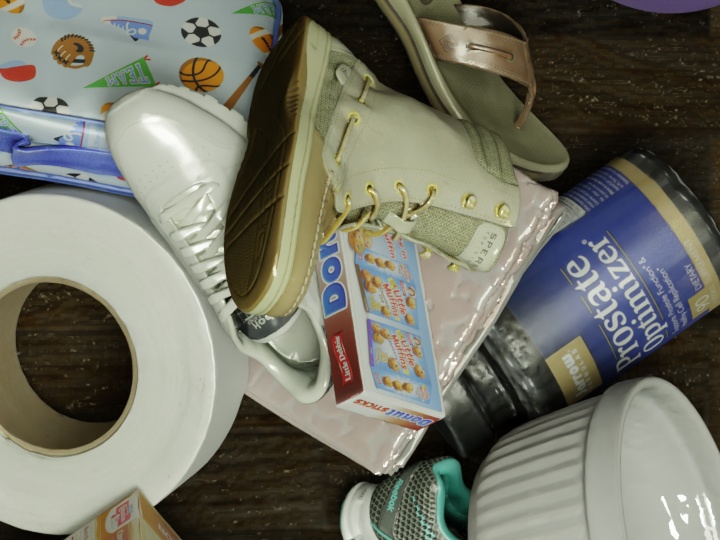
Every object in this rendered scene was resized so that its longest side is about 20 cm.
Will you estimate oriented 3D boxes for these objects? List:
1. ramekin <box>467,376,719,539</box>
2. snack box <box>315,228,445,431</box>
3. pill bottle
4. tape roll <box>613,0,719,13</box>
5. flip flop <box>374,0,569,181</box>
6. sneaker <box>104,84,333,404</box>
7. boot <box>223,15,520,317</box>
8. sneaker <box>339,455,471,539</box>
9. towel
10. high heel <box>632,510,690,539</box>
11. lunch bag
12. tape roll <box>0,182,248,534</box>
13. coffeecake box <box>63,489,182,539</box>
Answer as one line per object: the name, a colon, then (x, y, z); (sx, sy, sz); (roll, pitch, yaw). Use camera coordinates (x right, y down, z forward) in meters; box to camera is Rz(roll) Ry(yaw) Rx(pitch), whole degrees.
ramekin: (0.144, 0.169, 1.204); (0.105, 0.200, 0.201); (-17, 93, 27)
snack box: (0.004, -0.011, 1.187); (0.024, 0.072, 0.200); (-27, 59, 33)
pill bottle: (0.120, 0.023, 1.272); (0.200, 0.112, 0.112); (-35, 94, -6)
tape roll: (0.203, -0.264, 1.294); (0.200, 0.085, 0.200); (0, 91, -6)
flip flop: (0.068, -0.142, 1.278); (0.058, 0.081, 0.200); (-31, 89, 32)
sneaker: (-0.070, -0.016, 1.153); (0.076, 0.081, 0.200); (-30, 115, 21)
boot: (0.010, -0.033, 1.126); (0.154, 0.072, 0.200); (28, 43, -21)
sneaker: (0.080, 0.193, 1.269); (0.200, 0.078, 0.091); (44, 128, -7)
towel: (0.000, 0.000, 1.248); (0.191, 0.032, 0.200); (31, 85, 33)
high heel: (0.216, 0.228, 1.308); (0.096, 0.067, 0.200); (-10, 92, -6)
lunch bag: (-0.146, -0.112, 1.222); (0.200, 0.076, 0.160); (8, 51, -5)
tape roll: (-0.170, 0.050, 1.224); (0.202, 0.071, 0.203); (2, 100, 13)
coffeecake box: (-0.160, 0.247, 1.190); (0.200, 0.073, 0.154); (-34, 112, 6)
